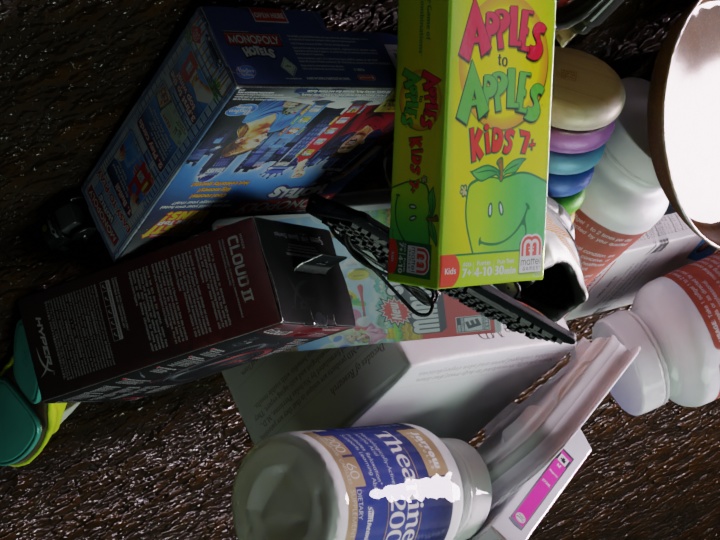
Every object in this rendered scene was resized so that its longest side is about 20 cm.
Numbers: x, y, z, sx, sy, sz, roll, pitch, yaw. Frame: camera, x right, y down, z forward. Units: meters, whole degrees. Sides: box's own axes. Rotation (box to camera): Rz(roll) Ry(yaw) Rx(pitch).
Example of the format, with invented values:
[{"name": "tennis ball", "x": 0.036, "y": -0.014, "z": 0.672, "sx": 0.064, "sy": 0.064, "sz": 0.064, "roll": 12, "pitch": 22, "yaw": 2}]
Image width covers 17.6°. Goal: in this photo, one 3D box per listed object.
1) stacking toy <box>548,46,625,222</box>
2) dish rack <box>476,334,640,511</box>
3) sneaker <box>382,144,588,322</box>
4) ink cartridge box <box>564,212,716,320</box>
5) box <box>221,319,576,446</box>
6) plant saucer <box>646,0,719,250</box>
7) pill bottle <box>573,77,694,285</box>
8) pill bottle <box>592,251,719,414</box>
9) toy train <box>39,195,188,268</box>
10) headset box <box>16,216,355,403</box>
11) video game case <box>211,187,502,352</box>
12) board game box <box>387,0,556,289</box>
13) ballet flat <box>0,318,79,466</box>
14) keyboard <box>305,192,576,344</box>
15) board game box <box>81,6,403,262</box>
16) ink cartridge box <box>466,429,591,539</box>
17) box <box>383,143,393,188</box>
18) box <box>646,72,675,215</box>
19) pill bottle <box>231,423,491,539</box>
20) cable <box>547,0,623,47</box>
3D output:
[{"name": "stacking toy", "x": 0.127, "y": -0.058, "z": 1.678, "sx": 0.085, "sy": 0.085, "sz": 0.201, "roll": -13, "pitch": 135, "yaw": -30}, {"name": "dish rack", "x": 0.131, "y": 0.132, "z": 1.886, "sx": 0.172, "sy": 0.044, "sz": 0.200, "roll": -45, "pitch": 180, "yaw": -42}, {"name": "sneaker", "x": 0.093, "y": -0.034, "z": 1.577, "sx": 0.074, "sy": 0.080, "sz": 0.199, "roll": -39, "pitch": 134, "yaw": 20}, {"name": "ink cartridge box", "x": 0.206, "y": -0.017, "z": 1.972, "sx": 0.199, "sy": 0.068, "sz": 0.116, "roll": -13, "pitch": 155, "yaw": -34}, {"name": "box", "x": 0.027, "y": 0.065, "z": 1.868, "sx": 0.198, "sy": 0.131, "sz": 0.200, "roll": -6, "pitch": 151, "yaw": -44}, {"name": "plant saucer", "x": 0.267, "y": -0.114, "z": 1.702, "sx": 0.034, "sy": 0.202, "sz": 0.199, "roll": 4, "pitch": -176, "yaw": 42}, {"name": "pill bottle", "x": 0.164, "y": -0.054, "z": 1.774, "sx": 0.112, "sy": 0.113, "sz": 0.200, "roll": -5, "pitch": 151, "yaw": -43}, {"name": "pill bottle", "x": 0.301, "y": 0.045, "z": 1.960, "sx": 0.199, "sy": 0.113, "sz": 0.112, "roll": -22, "pitch": 159, "yaw": -16}, {"name": "toy train", "x": -0.158, "y": -0.014, "z": 1.602, "sx": 0.046, "sy": 0.034, "sz": 0.200, "roll": -29, "pitch": 159, "yaw": 19}, {"name": "headset box", "x": -0.104, "y": 0.026, "z": 1.555, "sx": 0.198, "sy": 0.076, "sz": 0.148, "roll": -19, "pitch": 172, "yaw": 18}, {"name": "video game case", "x": 0.000, "y": 0.000, "z": 1.677, "sx": 0.198, "sy": 0.018, "sz": 0.144, "roll": -5, "pitch": 135, "yaw": 3}, {"name": "board game box", "x": 0.071, "y": -0.093, "z": 1.474, "sx": 0.101, "sy": 0.202, "sz": 0.047, "roll": -5, "pitch": -170, "yaw": -44}, {"name": "ballet flat", "x": -0.229, "y": 0.082, "z": 1.706, "sx": 0.067, "sy": 0.067, "sz": 0.200, "roll": -26, "pitch": 161, "yaw": -32}, {"name": "keyboard", "x": 0.046, "y": 0.010, "z": 1.568, "sx": 0.199, "sy": 0.104, "sz": 0.040, "roll": 30, "pitch": 86, "yaw": -28}, {"name": "board game box", "x": -0.077, "y": -0.084, "z": 1.492, "sx": 0.199, "sy": 0.062, "sz": 0.200, "roll": -4, "pitch": 152, "yaw": -48}, {"name": "ink cartridge box", "x": 0.130, "y": 0.187, "z": 1.901, "sx": 0.095, "sy": 0.037, "sz": 0.200, "roll": -46, "pitch": -178, "yaw": 41}, {"name": "box", "x": 0.054, "y": -0.098, "z": 1.632, "sx": 0.075, "sy": 0.050, "sz": 0.200, "roll": -23, "pitch": 160, "yaw": -6}, {"name": "box", "x": 0.269, "y": -0.112, "z": 1.855, "sx": 0.158, "sy": 0.046, "sz": 0.200, "roll": -13, "pitch": 155, "yaw": -31}, {"name": "pill bottle", "x": 0.007, "y": 0.173, "z": 1.757, "sx": 0.199, "sy": 0.112, "sz": 0.111, "roll": 0, "pitch": 147, "yaw": -48}, {"name": "cable", "x": 0.173, "y": -0.218, "z": 1.518, "sx": 0.200, "sy": 0.050, "sz": 0.097, "roll": -46, "pitch": 159, "yaw": 20}]
